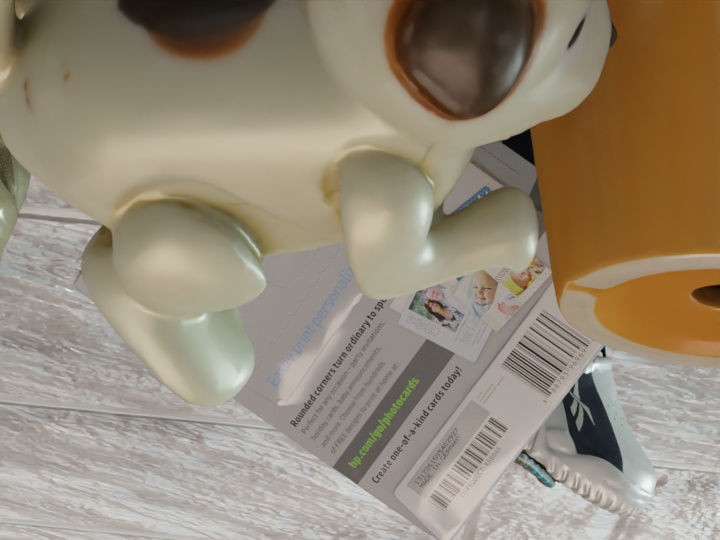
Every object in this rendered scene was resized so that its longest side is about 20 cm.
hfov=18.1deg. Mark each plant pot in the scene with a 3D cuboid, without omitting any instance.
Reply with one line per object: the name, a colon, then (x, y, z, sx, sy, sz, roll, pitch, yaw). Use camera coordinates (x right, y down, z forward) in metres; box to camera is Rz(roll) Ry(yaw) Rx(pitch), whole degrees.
plant pot: (0.139, -0.069, 0.819, 0.198, 0.185, 0.200, 5, 160, 2)

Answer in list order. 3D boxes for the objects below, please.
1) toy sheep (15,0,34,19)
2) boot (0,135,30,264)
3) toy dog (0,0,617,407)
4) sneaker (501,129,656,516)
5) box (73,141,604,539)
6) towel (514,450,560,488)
toy sheep: (-0.205, -0.112, 0.884, 0.199, 0.139, 0.138, 15, 168, 33)
boot: (-0.246, -0.026, 1.088, 0.072, 0.157, 0.199, -10, 155, 38)
toy dog: (-0.009, -0.076, 0.735, 0.199, 0.140, 0.194, -21, 125, 33)
sneaker: (0.102, 0.005, 1.052, 0.129, 0.200, 0.079, -41, 157, 10)
box: (0.000, 0.000, 0.956, 0.199, 0.041, 0.156, 34, 114, -3)
towel: (0.020, 0.013, 1.105, 0.022, 0.200, 0.147, -40, 145, 9)
